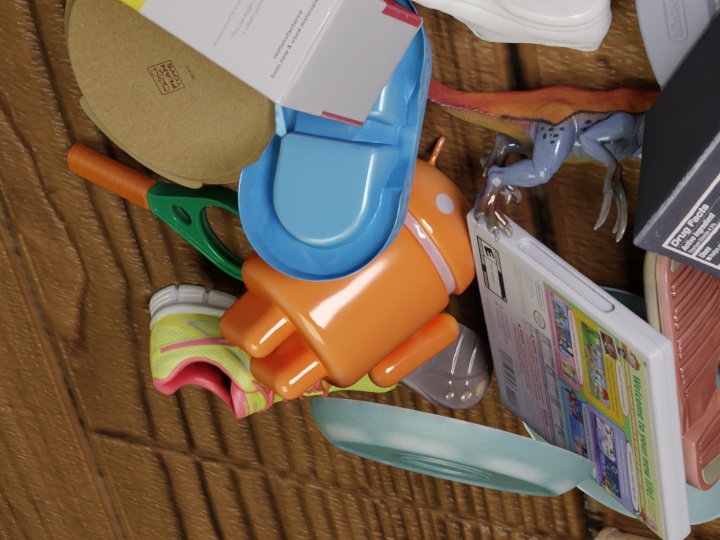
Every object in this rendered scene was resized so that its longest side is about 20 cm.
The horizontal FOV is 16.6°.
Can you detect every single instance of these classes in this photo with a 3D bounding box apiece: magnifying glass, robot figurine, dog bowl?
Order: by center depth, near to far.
[{"bbox_3d":[-0.011,-0.092,1.596,0.111,0.201,0.050,10,-178,19],"label":"dog bowl"},{"bbox_3d":[-0.001,-0.001,1.683,0.144,0.200,0.117,48,169,14],"label":"robot figurine"},{"bbox_3d":[-0.134,-0.047,1.818,0.199,0.022,0.080,24,145,26],"label":"magnifying glass"}]

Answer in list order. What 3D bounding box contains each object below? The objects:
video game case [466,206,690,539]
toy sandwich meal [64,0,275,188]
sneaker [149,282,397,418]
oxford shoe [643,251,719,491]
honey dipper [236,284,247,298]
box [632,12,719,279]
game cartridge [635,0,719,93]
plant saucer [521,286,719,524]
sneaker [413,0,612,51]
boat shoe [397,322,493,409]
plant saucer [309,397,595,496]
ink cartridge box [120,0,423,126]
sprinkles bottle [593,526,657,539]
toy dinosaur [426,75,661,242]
[{"bbox_3d":[0.147,0.070,1.650,0.182,0.022,0.201,40,155,37],"label":"video game case"},{"bbox_3d":[-0.116,-0.144,1.694,0.204,0.070,0.206,18,130,23],"label":"toy sandwich meal"},{"bbox_3d":[-0.067,0.075,1.858,0.199,0.091,0.078,9,148,2],"label":"sneaker"},{"bbox_3d":[0.197,0.058,1.634,0.074,0.071,0.201,16,130,34],"label":"oxford shoe"},{"bbox_3d":[-0.067,-0.017,1.829,0.038,0.038,0.200,30,147,1],"label":"honey dipper"},{"bbox_3d":[0.287,-0.078,1.390,0.197,0.124,0.200,22,134,-13],"label":"box"},{"bbox_3d":[0.225,-0.165,1.427,0.132,0.041,0.201,-6,133,10],"label":"game cartridge"},{"bbox_3d":[0.197,0.087,1.738,0.200,0.039,0.202,22,134,25],"label":"plant saucer"},{"bbox_3d":[0.061,-0.179,1.534,0.199,0.076,0.089,24,164,16],"label":"sneaker"},{"bbox_3d":[0.005,0.034,1.789,0.200,0.076,0.072,41,168,-21],"label":"boat shoe"},{"bbox_3d":[0.059,0.123,1.679,0.199,0.028,0.200,14,171,2],"label":"plant saucer"},{"bbox_3d":[-0.081,-0.178,1.522,0.200,0.145,0.084,34,100,18],"label":"ink cartridge box"},{"bbox_3d":[0.269,0.245,1.861,0.199,0.068,0.068,11,138,26],"label":"sprinkles bottle"},{"bbox_3d":[0.148,-0.088,1.561,0.181,0.105,0.200,-36,96,29],"label":"toy dinosaur"}]
